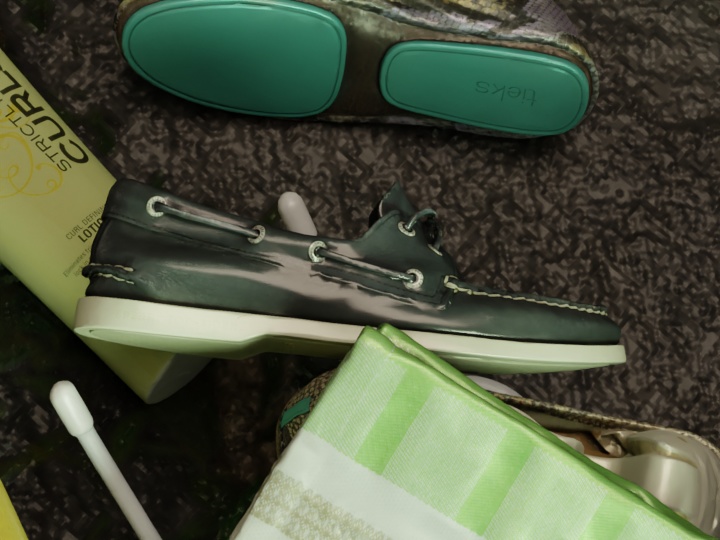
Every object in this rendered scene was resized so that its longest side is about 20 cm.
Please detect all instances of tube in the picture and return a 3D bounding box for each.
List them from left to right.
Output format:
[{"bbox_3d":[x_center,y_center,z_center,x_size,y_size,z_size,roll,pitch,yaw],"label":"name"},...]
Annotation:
[{"bbox_3d":[-0.133,-0.034,0.954,0.200,0.052,0.058,45,24,13],"label":"tube"}]

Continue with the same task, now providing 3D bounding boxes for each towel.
[{"bbox_3d":[0.011,0.134,0.839,0.149,0.031,0.201,32,104,-4],"label":"towel"}]

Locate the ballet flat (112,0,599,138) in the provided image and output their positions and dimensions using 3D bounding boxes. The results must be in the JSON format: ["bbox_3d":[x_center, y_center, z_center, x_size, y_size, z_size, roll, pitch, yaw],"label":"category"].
[{"bbox_3d":[-0.002,-0.096,1.003,0.199,0.072,0.073,7,67,-9],"label":"ballet flat"}]

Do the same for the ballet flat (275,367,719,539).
[{"bbox_3d":[0.070,0.074,0.864,0.199,0.075,0.068,14,68,-10],"label":"ballet flat"}]

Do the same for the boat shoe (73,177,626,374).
[{"bbox_3d":[-0.001,0.000,0.873,0.198,0.075,0.067,5,82,-4],"label":"boat shoe"}]

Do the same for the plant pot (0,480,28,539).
[{"bbox_3d":[-0.199,0.109,0.774,0.199,0.200,0.178,-13,89,-16],"label":"plant pot"}]

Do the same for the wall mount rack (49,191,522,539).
[{"bbox_3d":[-0.017,0.081,0.916,0.200,0.075,0.174,-40,82,-23],"label":"wall mount rack"}]
